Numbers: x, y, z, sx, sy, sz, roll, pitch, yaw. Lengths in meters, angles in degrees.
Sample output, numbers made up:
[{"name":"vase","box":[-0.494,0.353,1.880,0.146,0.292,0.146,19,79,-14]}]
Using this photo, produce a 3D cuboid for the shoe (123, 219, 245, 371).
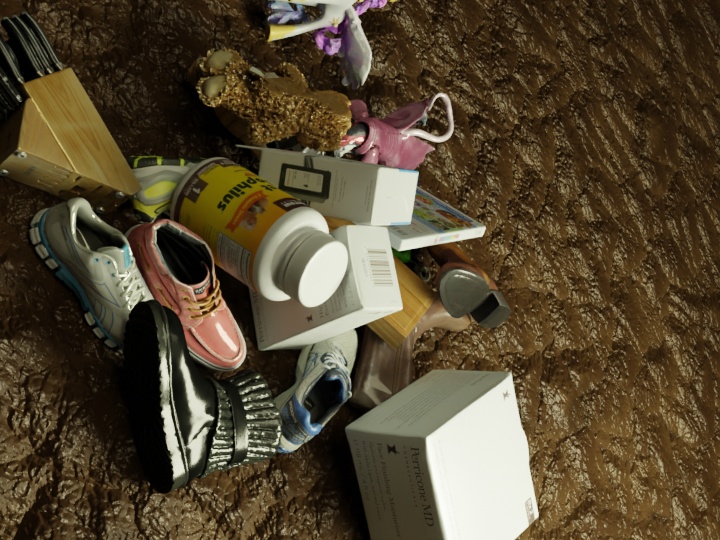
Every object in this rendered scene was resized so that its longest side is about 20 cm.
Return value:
[{"name":"shoe","box":[-0.184,0.031,1.160,0.071,0.091,0.201,-43,107,-27]}]

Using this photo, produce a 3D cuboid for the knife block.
[{"name":"knife block","box":[-0.330,-0.176,1.144,0.199,0.064,0.178,23,58,-36]}]

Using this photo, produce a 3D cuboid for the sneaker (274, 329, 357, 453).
[{"name":"sneaker","box":[-0.039,0.137,1.274,0.077,0.085,0.201,47,45,-18]}]

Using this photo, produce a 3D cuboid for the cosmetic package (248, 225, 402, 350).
[{"name":"cosmetic package","box":[-0.047,0.024,1.232,0.073,0.199,0.103,2,71,-43]}]

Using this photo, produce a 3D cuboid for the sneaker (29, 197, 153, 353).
[{"name":"sneaker","box":[-0.263,0.008,1.113,0.201,0.086,0.075,51,42,-17]}]

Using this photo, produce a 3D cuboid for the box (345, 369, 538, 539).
[{"name":"box","box":[0.105,0.251,1.295,0.199,0.130,0.202,-25,107,-47]}]

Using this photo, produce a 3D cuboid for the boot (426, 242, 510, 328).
[{"name":"boot","box":[0.115,-0.027,1.437,0.187,0.068,0.201,19,32,-53]}]

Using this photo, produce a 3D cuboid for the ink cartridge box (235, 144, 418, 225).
[{"name":"ink cartridge box","box":[-0.045,-0.103,1.255,0.116,0.198,0.069,-5,105,-63]}]

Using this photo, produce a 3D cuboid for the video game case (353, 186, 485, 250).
[{"name":"video game case","box":[0.061,-0.075,1.407,0.143,0.018,0.199,33,26,30]}]

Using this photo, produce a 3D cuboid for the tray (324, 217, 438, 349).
[{"name":"tray","box":[0.000,0.000,1.366,0.200,0.037,0.099,41,46,1]}]

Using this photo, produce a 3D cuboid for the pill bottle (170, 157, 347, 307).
[{"name":"pill bottle","box":[-0.111,-0.040,1.158,0.199,0.110,0.109,31,32,30]}]

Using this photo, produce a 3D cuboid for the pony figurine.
[{"name":"pony figurine","box":[-0.034,-0.361,1.453,0.198,0.193,0.169,-8,73,-26]}]

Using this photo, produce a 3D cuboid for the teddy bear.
[{"name":"teddy bear","box":[-0.110,-0.205,1.290,0.198,0.067,0.146,7,42,-31]}]

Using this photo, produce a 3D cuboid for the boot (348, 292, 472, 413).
[{"name":"boot","box":[0.070,0.121,1.403,0.185,0.064,0.202,18,56,-23]}]

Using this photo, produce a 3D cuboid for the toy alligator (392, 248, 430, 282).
[{"name":"toy alligator","box":[0.042,-0.043,1.457,0.199,0.054,0.060,32,52,-31]}]

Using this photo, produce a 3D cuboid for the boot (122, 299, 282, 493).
[{"name":"boot","box":[-0.168,0.123,1.137,0.157,0.079,0.214,-15,106,-41]}]

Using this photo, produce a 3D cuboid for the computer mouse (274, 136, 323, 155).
[{"name":"computer mouse","box":[-0.074,-0.166,1.378,0.044,0.109,0.202,24,46,-57]}]

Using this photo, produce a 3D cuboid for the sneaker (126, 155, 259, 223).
[{"name":"sneaker","box":[-0.197,-0.095,1.249,0.199,0.075,0.078,-3,100,-45]}]

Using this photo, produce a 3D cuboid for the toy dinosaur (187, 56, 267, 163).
[{"name":"toy dinosaur","box":[-0.149,-0.190,1.348,0.201,0.060,0.106,52,57,-15]}]

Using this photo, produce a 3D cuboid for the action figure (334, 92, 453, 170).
[{"name":"action figure","box":[0.032,-0.174,1.449,0.199,0.148,0.136,-4,81,-59]}]
